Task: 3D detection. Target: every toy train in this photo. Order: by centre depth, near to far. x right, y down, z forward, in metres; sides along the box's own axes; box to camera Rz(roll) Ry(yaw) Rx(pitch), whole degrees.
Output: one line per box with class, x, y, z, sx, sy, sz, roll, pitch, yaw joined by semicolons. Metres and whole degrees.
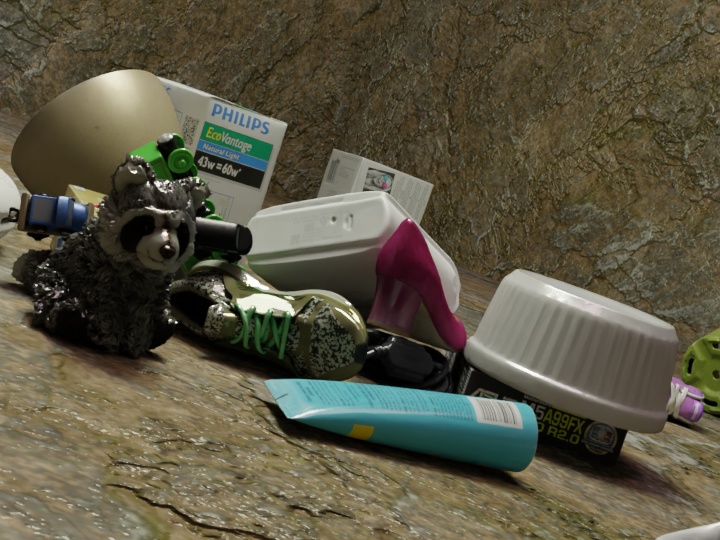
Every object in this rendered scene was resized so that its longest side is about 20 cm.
toy train;-0.182;-0.034;0.861;0.197;0.035;0.046;7;-13;-19
toy train;-0.145;-0.031;0.932;0.042;0.056;0.202;52;-14;49

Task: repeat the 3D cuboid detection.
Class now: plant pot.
plant pot;-0.280;-0.112;1.225;0.135;0.199;0.200;55;15;13
plant pot;0.621;0.162;1.731;0.188;0.204;0.199;-5;20;-44

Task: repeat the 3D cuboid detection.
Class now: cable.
cable;-0.001;0.076;0.974;0.161;0.052;0.199;14;-3;35

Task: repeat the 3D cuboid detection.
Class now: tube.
tube;0.032;0.106;0.763;0.197;0.051;0.077;12;3;-20

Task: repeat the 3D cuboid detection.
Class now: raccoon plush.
raccoon plush;-0.196;-0.028;0.777;0.198;0.136;0.096;23;8;33

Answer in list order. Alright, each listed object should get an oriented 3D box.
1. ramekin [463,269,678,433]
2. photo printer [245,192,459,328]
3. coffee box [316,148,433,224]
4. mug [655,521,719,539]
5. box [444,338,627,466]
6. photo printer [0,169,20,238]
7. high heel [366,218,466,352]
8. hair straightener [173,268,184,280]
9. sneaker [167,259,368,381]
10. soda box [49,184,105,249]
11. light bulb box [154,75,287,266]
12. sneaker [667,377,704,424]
ramekin;0.203;0.069;0.993;0.199;0.096;0.202;19;5;-2
photo printer;0.000;0.000;1.075;0.164;0.071;0.200;-6;-27;27
coffee box;0.020;-0.148;2.466;0.195;0.203;0.199;17;6;-24
mug;0.273;0.163;0.634;0.198;0.150;0.174;-16;-11;38
box;0.167;0.124;1.061;0.158;0.045;0.200;20;5;-1
photo printer;-0.395;-0.077;0.917;0.197;0.071;0.166;19;5;-12
high heel;0.064;0.018;0.985;0.067;0.098;0.199;16;-3;31
hair straightener;-0.151;0.020;1.053;0.198;0.041;0.077;26;7;20
sneaker;-0.087;0.047;0.857;0.197;0.078;0.088;15;12;29
soda box;-0.239;-0.026;0.978;0.063;0.069;0.200;17;5;-22
light bulb box;-0.220;-0.129;1.376;0.124;0.203;0.197;14;8;-41
sneaker;0.399;0.160;1.418;0.113;0.074;0.199;26;8;32
